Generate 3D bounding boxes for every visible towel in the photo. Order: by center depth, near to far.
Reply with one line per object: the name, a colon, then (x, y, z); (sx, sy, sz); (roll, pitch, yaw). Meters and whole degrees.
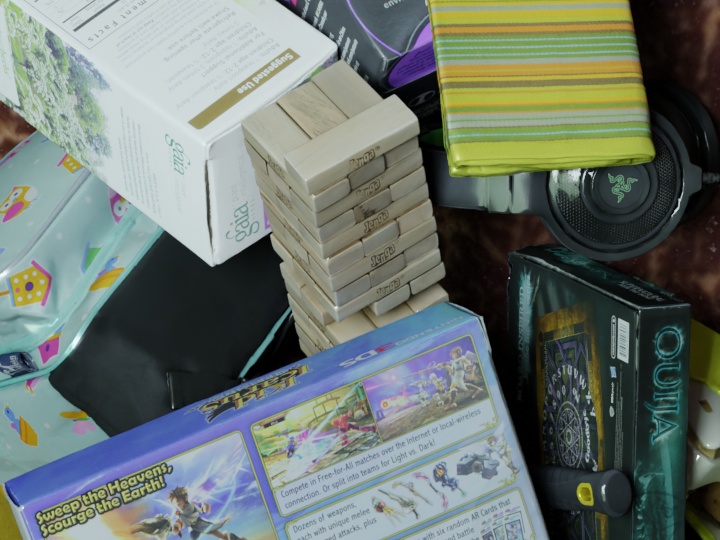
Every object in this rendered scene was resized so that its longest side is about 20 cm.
towel: (0.063, -0.133, 0.952); (0.018, 0.086, 0.200); (128, 138, -66)

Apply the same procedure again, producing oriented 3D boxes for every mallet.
mallet: (0.064, 0.103, 1.040); (0.200, 0.041, 0.066); (-168, 72, -66)

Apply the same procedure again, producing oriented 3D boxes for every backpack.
backpack: (-0.126, 0.017, 1.112); (0.153, 0.176, 0.200); (40, 147, -14)

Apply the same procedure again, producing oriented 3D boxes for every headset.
headset: (0.112, -0.029, 0.995); (0.200, 0.123, 0.094); (3, 101, 18)

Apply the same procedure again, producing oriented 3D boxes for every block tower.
block tower: (0.000, 0.000, 0.995); (0.058, 0.054, 0.200); (47, 161, 35)

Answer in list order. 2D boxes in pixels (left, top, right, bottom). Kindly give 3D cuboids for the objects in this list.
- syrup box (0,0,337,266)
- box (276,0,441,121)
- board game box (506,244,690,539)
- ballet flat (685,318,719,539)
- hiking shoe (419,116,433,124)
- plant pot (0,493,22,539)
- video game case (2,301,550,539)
syrup box: (-0.103, -0.098, 1.024); (0.200, 0.081, 0.079); (36, 150, 26)
box: (0.004, -0.173, 1.020); (0.200, 0.122, 0.106); (61, 164, 12)
board game box: (0.100, 0.098, 1.028); (0.135, 0.028, 0.200); (-149, 57, -67)
ballet flat: (0.163, 0.095, 1.008); (0.067, 0.067, 0.200); (-47, 71, 28)
hiking shoe: (-0.053, -0.105, 1.118); (0.200, 0.076, 0.101); (33, 111, 25)
plant pot: (-0.219, 0.186, 1.217); (0.176, 0.200, 0.200); (-17, 88, 25)
video game case: (-0.020, 0.132, 0.962); (0.045, 0.200, 0.181); (-151, 41, -69)
